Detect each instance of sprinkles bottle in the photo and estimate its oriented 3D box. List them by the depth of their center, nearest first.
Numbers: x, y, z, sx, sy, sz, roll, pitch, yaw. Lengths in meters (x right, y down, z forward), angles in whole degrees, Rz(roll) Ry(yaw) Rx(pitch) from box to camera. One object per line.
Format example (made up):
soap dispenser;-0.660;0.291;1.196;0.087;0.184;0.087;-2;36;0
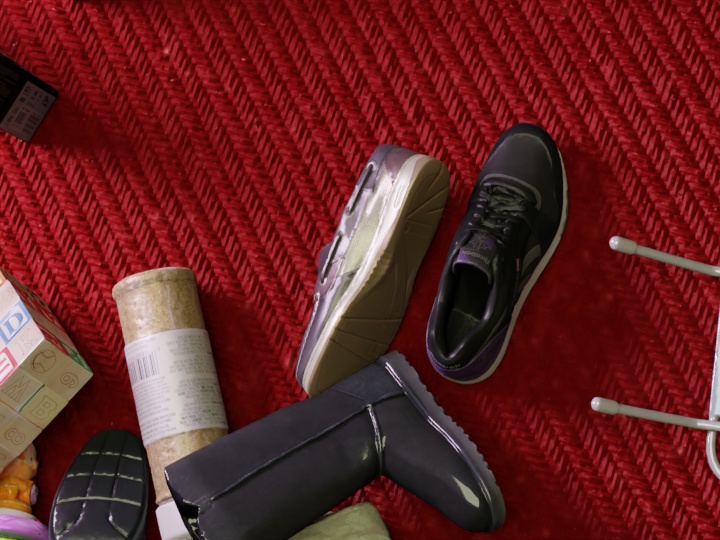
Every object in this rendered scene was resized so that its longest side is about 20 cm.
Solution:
sprinkles bottle;-0.136;0.101;1.353;0.068;0.068;0.202;-15;78;7

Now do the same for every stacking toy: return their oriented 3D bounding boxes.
stacking toy;-0.269;0.221;1.351;0.108;0.116;0.202;1;66;14

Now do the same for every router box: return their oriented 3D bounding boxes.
router box;-0.338;-0.177;1.373;0.156;0.200;0.053;33;90;14

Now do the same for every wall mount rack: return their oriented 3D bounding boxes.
wall mount rack;0.259;0.052;1.286;0.172;0.075;0.202;6;80;12

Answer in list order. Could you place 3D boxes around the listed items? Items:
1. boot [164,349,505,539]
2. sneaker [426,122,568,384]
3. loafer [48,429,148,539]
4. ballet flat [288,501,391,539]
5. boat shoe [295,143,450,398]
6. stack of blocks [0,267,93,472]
boot;-0.020;0.161;1.277;0.199;0.066;0.165;-25;54;-22
sneaker;0.102;-0.016;1.320;0.075;0.088;0.202;16;83;13
loafer;-0.196;0.218;1.342;0.072;0.073;0.202;5;60;4
ballet flat;-0.072;0.221;1.332;0.198;0.068;0.063;-15;51;3
boat shoe;0.000;0.000;1.350;0.065;0.072;0.202;30;99;38
stack of blocks;-0.308;0.107;1.363;0.200;0.059;0.115;-47;43;1
